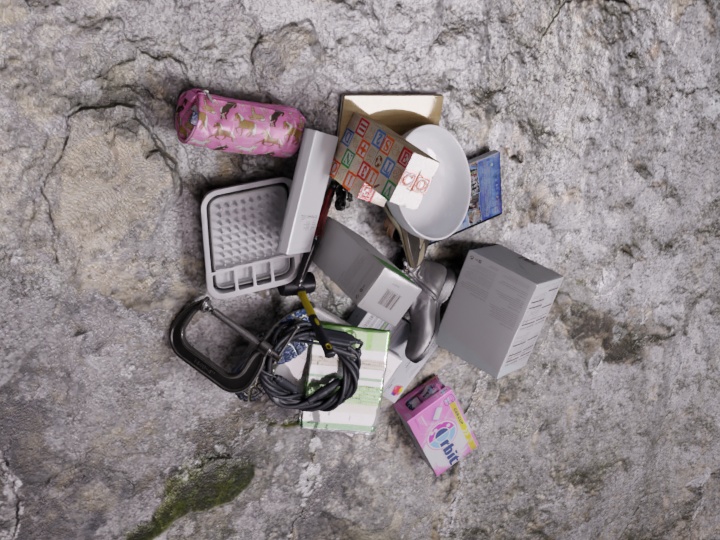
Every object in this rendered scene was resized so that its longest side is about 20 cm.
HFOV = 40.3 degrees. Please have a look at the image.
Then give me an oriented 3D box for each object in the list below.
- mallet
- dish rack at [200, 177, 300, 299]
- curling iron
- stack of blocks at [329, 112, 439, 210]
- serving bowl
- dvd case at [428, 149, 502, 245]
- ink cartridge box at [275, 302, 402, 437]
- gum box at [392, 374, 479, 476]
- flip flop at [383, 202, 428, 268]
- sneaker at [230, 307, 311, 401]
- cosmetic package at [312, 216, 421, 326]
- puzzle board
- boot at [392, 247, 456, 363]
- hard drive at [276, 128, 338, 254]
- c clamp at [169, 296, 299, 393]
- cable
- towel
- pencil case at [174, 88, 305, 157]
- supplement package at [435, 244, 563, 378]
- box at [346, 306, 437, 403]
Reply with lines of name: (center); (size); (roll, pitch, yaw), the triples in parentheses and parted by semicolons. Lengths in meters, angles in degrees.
mallet: (-0.094, 0.075, 1.683); (0.066, 0.200, 0.041); (0, 131, -19)
dish rack: (-0.188, -0.060, 1.648); (0.171, 0.044, 0.201); (-13, 121, -23)
curling iron: (-0.069, -0.064, 1.693); (0.026, 0.049, 0.201); (29, 87, -49)
stack of blocks: (0.033, -0.168, 1.601); (0.058, 0.200, 0.116); (15, 107, -36)
serving bowl: (0.107, -0.152, 1.713); (0.199, 0.066, 0.201); (1, 89, -43)
dvd case: (0.178, -0.131, 1.835); (0.199, 0.018, 0.143); (-23, 130, -18)
ink cartridge box: (-0.052, 0.184, 1.813); (0.200, 0.045, 0.177); (32, 96, -14)
gum box: (0.157, 0.320, 2.043); (0.113, 0.066, 0.200); (-35, 127, -9)
flip flop: (0.065, -0.093, 1.759); (0.200, 0.057, 0.081); (59, 46, -28)
sneaker: (-0.163, 0.135, 1.745); (0.200, 0.085, 0.077); (-46, 120, -3)
cosmetic package: (0.000, 0.000, 1.690); (0.107, 0.200, 0.085); (29, 100, -43)
puzzle board: (0.046, -0.235, 1.710); (0.199, 0.017, 0.151); (-5, 119, -28)
boot: (0.090, 0.062, 1.841); (0.131, 0.070, 0.201); (24, 79, -29)
hard drive: (-0.086, -0.128, 1.608); (0.132, 0.027, 0.201); (-13, 119, -76)
c clamp: (-0.222, 0.115, 1.661); (0.199, 0.027, 0.171); (29, 106, 6)
cable: (-0.096, 0.171, 1.719); (0.199, 0.051, 0.164); (10, 112, -23)
towel: (-0.029, 0.197, 1.786); (0.148, 0.031, 0.201); (7, 99, -13)
pencil case: (-0.187, -0.228, 1.535); (0.199, 0.086, 0.083); (5, 75, -33)
supplement package: (0.266, 0.075, 1.892); (0.150, 0.151, 0.201); (-10, 125, -59)
box: (0.039, 0.155, 1.901); (0.200, 0.041, 0.156); (31, 98, -37)
